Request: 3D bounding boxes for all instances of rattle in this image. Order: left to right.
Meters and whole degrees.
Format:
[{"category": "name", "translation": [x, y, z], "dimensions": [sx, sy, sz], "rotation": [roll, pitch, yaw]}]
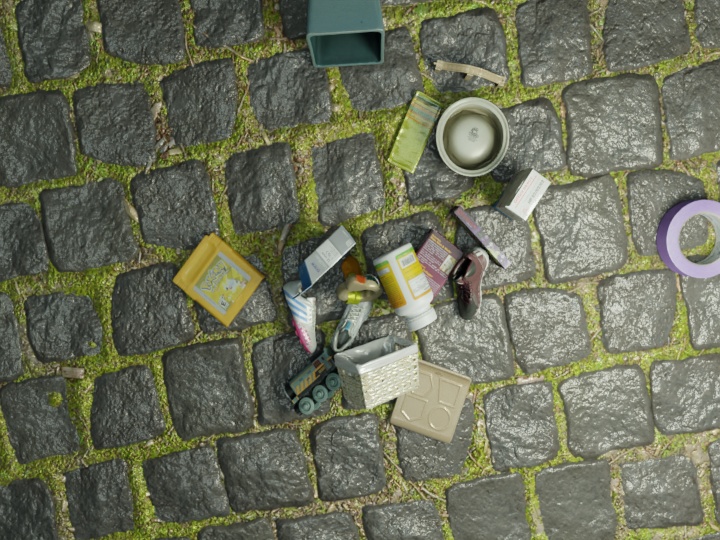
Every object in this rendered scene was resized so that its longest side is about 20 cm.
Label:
[{"category": "rattle", "translation": [0.000, 0.000, 1.657], "dimensions": [0.126, 0.201, 0.147], "rotation": [9, 68, 7]}]

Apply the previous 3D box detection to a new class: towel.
[{"category": "towel", "translation": [0.146, -0.373, 1.740], "dimensions": [0.084, 0.018, 0.205], "rotation": [24, 95, 0]}]

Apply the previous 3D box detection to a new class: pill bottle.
[{"category": "pill bottle", "translation": [0.118, 0.044, 1.638], "dimensions": [0.109, 0.111, 0.204], "rotation": [-24, 92, 3]}]

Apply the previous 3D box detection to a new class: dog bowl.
[{"category": "dog bowl", "translation": [0.292, -0.349, 1.711], "dimensions": [0.194, 0.074, 0.207], "rotation": [0, 94, 2]}]

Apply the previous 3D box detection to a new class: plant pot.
[{"category": "plant pot", "translation": [-0.038, -0.658, 1.643], "dimensions": [0.190, 0.196, 0.207], "rotation": [-3, 84, 1]}]

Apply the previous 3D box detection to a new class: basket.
[{"category": "basket", "translation": [0.047, 0.265, 1.697], "dimensions": [0.196, 0.134, 0.127], "rotation": [-15, 103, -31]}]

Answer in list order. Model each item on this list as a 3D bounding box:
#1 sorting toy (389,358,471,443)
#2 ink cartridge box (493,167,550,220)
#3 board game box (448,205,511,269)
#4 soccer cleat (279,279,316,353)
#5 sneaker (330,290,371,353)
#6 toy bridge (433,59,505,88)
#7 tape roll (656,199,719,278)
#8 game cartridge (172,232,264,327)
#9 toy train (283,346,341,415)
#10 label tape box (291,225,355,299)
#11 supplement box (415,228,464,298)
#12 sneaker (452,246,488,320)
[{"category": "sorting toy", "translation": [0.193, 0.358, 1.788], "dimensions": [0.180, 0.037, 0.205], "rotation": [18, 99, 0]}, {"category": "ink cartridge box", "translation": [0.415, -0.193, 1.656], "dimensions": [0.067, 0.200, 0.117], "rotation": [33, 95, -2]}, {"category": "board game box", "translation": [0.314, -0.089, 1.706], "dimensions": [0.032, 0.120, 0.200], "rotation": [-43, 93, 1]}, {"category": "soccer cleat", "translation": [-0.149, 0.123, 1.756], "dimensions": [0.084, 0.070, 0.205], "rotation": [-23, 93, 3]}, {"category": "sneaker", "translation": [-0.022, 0.137, 1.747], "dimensions": [0.073, 0.087, 0.205], "rotation": [23, 93, 1]}, {"category": "toy bridge", "translation": [0.287, -0.521, 1.701], "dimensions": [0.194, 0.067, 0.028], "rotation": [14, 95, -1]}, {"category": "tape roll", "translation": [0.900, -0.085, 1.723], "dimensions": [0.194, 0.066, 0.207], "rotation": [0, 94, 1]}, {"category": "game cartridge", "translation": [-0.390, 0.023, 1.772], "dimensions": [0.199, 0.032, 0.178], "rotation": [39, 94, -3]}, {"category": "toy train", "translation": [-0.121, 0.303, 1.762], "dimensions": [0.199, 0.085, 0.115], "rotation": [-42, 79, 13]}, {"category": "label tape box", "translation": [-0.113, -0.018, 1.681], "dimensions": [0.199, 0.143, 0.066], "rotation": [-42, 93, -15]}, {"category": "supplement box", "translation": [0.177, 0.002, 1.732], "dimensions": [0.109, 0.086, 0.202], "rotation": [35, 94, -1]}, {"category": "sneaker", "translation": [0.271, 0.041, 1.702], "dimensions": [0.074, 0.114, 0.206], "rotation": [20, 111, 36]}]
